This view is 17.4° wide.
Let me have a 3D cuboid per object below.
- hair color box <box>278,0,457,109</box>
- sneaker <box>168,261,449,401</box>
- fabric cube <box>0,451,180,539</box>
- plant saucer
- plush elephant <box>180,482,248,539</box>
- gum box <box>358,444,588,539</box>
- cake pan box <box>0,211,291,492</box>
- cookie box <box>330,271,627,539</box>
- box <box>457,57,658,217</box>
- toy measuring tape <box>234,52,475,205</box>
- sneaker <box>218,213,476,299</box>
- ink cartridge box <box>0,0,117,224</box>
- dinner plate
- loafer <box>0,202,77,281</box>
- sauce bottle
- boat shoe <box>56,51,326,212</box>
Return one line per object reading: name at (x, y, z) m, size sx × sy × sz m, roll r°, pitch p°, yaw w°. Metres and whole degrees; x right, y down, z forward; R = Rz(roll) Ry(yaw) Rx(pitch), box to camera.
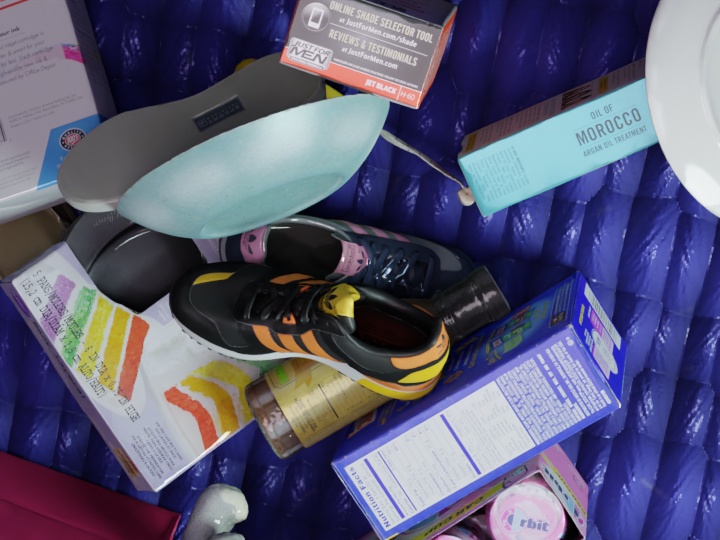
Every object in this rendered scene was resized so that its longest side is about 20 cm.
hair color box at (0.008, -0.165, 1.636) m, size 0.101 × 0.200 × 0.061 m, roll 19°, pitch 101°, yaw 2°
sneaker at (-0.033, 0.027, 1.625) m, size 0.200 × 0.090 × 0.070 m, roll 17°, pitch 64°, yaw 0°
fabric cube at (-0.270, 0.264, 1.775) m, size 0.199 × 0.200 × 0.197 m, roll 19°, pitch 104°, yaw 0°
plant saucer at (-0.067, -0.061, 1.605) m, size 0.201 × 0.201 × 0.039 m, roll -24°, pitch 80°, yaw 11°
plush elephant at (-0.082, 0.283, 1.735) m, size 0.155 × 0.200 × 0.165 m, roll 20°, pitch 126°, yaw 5°
gum box at (0.071, 0.208, 1.765) m, size 0.200 × 0.114 × 0.066 m, roll -34°, pitch 98°, yaw 13°
cake pan box at (-0.140, 0.032, 1.739) m, size 0.184 × 0.052 × 0.200 m, roll -35°, pitch 99°, yaw -18°
cookie box at (0.089, 0.097, 1.708) m, size 0.200 × 0.171 × 0.075 m, roll -31°, pitch 97°, yaw 13°
box at (0.171, -0.106, 1.694) m, size 0.200 × 0.082 × 0.049 m, roll -23°, pitch 101°, yaw 12°
toy measuring tape at (-0.013, -0.086, 1.721) m, size 0.200 × 0.074 × 0.074 m, roll 35°, pitch 105°, yaw 1°
sneaker at (0.000, 0.000, 1.716) m, size 0.200 × 0.082 × 0.070 m, roll 7°, pitch 86°, yaw -16°
ink cartridge box at (-0.251, -0.148, 1.720) m, size 0.115 × 0.068 × 0.200 m, roll -18°, pitch 81°, yaw 8°
dinner plate at (0.280, -0.129, 1.639) m, size 0.200 × 0.024 × 0.201 m, roll 3°, pitch 85°, yaw -34°
loafer at (-0.244, -0.018, 1.770) m, size 0.200 × 0.067 × 0.076 m, roll 41°, pitch 104°, yaw -4°
sauce bottle at (0.014, 0.063, 1.706) m, size 0.200 × 0.065 × 0.065 m, roll -30°, pitch 99°, yaw -1°
boat shoe at (-0.113, -0.084, 1.654) m, size 0.200 × 0.072 × 0.070 m, roll -25°, pitch 59°, yaw -4°
